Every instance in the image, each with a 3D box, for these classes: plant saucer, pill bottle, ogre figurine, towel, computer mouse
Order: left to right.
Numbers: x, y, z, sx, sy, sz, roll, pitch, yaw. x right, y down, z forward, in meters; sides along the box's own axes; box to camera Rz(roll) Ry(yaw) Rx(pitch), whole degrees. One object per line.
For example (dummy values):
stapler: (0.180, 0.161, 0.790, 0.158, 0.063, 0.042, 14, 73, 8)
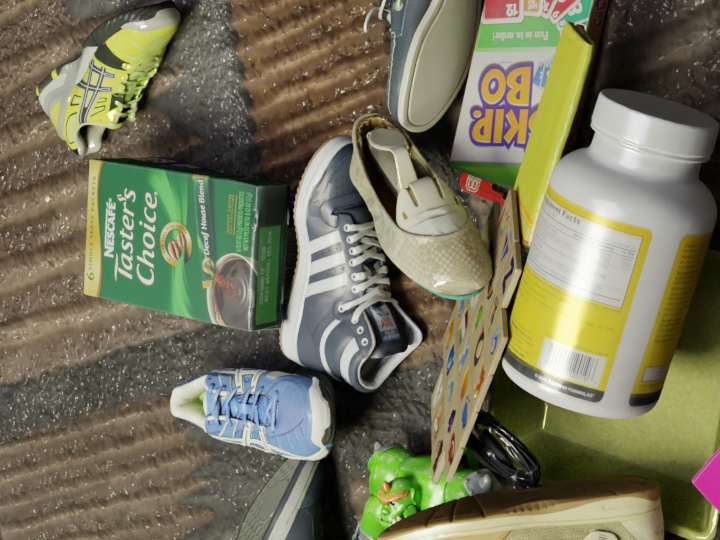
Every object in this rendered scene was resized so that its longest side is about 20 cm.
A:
ogre figurine: (0.060, 0.198, 1.360, 0.200, 0.098, 0.120, -150, 48, -69)
towel: (0.127, -0.069, 1.227, 0.086, 0.018, 0.201, -102, 26, -70)
computer mouse: (0.140, 0.177, 1.284, 0.059, 0.034, 0.200, -22, 107, 48)
pill bottle: (0.169, -0.012, 1.167, 0.112, 0.112, 0.201, 27, 111, 35)
plant saucer: (0.191, 0.068, 1.261, 0.200, 0.048, 0.200, 17, 105, 39)

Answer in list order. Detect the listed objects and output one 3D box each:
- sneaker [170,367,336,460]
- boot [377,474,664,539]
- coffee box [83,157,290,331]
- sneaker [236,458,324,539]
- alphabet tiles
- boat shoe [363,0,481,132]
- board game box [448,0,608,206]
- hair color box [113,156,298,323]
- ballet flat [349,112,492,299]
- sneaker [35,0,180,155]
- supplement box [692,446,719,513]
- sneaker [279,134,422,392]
sneaker: (-0.086, 0.118, 1.449, 0.200, 0.077, 0.076, -4, 86, 58)
boot: (0.120, 0.231, 1.230, 0.199, 0.073, 0.156, -9, 97, 6)
coffee box: (-0.147, -0.024, 1.458, 0.200, 0.044, 0.123, 12, 102, 38)
sneaker: (-0.034, 0.259, 1.459, 0.077, 0.146, 0.203, -32, 32, 58)
alphabet tiles: (0.081, 0.049, 1.272, 0.167, 0.006, 0.200, -88, 13, -55)
boat shoe: (0.050, -0.207, 1.335, 0.062, 0.075, 0.201, 20, 106, 35)
board game box: (0.124, -0.142, 1.312, 0.095, 0.030, 0.201, 23, 111, 37)
hair color box: (-0.129, -0.027, 1.513, 0.200, 0.065, 0.110, 16, 105, 36)
ballet flat: (0.035, -0.052, 1.291, 0.200, 0.067, 0.062, -127, 23, -50)
sneaker: (-0.211, -0.172, 1.569, 0.200, 0.075, 0.077, -35, 80, 48)
supplement box: (0.326, 0.165, 1.123, 0.200, 0.103, 0.101, 49, 124, 24)
sneaker: (0.000, 0.000, 1.400, 0.108, 0.070, 0.201, 30, 120, 40)
